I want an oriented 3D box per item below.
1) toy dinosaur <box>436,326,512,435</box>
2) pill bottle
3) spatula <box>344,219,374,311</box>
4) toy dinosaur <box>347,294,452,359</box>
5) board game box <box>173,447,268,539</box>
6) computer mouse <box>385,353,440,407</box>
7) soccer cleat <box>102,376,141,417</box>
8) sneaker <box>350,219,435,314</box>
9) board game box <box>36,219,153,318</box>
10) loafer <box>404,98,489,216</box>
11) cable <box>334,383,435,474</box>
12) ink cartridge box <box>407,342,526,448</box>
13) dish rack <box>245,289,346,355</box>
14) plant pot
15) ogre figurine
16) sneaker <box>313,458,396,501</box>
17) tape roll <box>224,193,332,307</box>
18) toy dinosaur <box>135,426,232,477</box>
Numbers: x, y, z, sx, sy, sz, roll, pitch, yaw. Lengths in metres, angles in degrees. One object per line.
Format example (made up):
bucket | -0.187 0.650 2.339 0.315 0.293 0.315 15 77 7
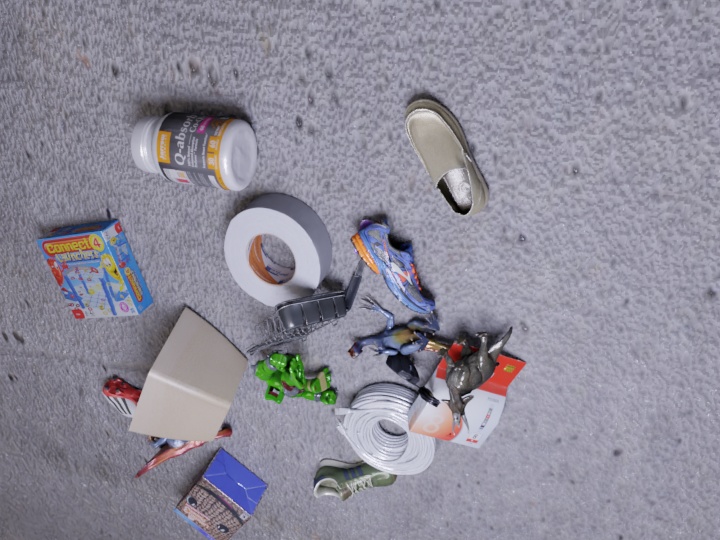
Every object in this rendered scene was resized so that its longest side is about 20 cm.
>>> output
toy dinosaur | 0.189 0.167 0.996 0.076 0.200 0.104 13 137 45
pill bottle | -0.285 -0.207 1.002 0.193 0.117 0.120 9 121 15
spatula | 0.000 0.000 1.063 0.055 0.021 0.204 15 127 -8
toy dinosaur | 0.065 0.143 1.085 0.199 0.107 0.180 39 143 -16
board game box | -0.355 0.578 1.480 0.158 0.097 0.201 38 124 -3
computer mouse | 0.098 0.192 1.054 0.058 0.200 0.035 35 90 -24
soccer cleat | -0.553 0.335 1.444 0.195 0.069 0.087 23 133 11
sneaker | 0.070 -0.004 1.005 0.078 0.076 0.200 -41 111 7
board game box | -0.575 0.002 1.266 0.194 0.056 0.201 -5 116 23
loafer | 0.133 -0.168 0.890 0.075 0.069 0.202 -30 104 31
cable | 0.063 0.327 1.196 0.195 0.070 0.204 -19 110 27
ink cartridge box | 0.197 0.235 1.068 0.158 0.051 0.203 17 125 -17
dish rack | -0.127 0.102 1.095 0.198 0.150 0.056 -32 72 46
plant pot | -0.354 0.243 1.246 0.173 0.202 0.202 25 125 -10
ogre figurine | -0.143 0.222 1.190 0.117 0.198 0.102 -7 74 34
sneaker | -0.018 0.476 1.296 0.194 0.090 0.069 -5 116 23
tape roll | -0.153 -0.034 1.078 0.194 0.066 0.206 9 120 16
toy dinosaur | -0.396 0.404 1.361 0.175 0.205 0.106 7 148 6
